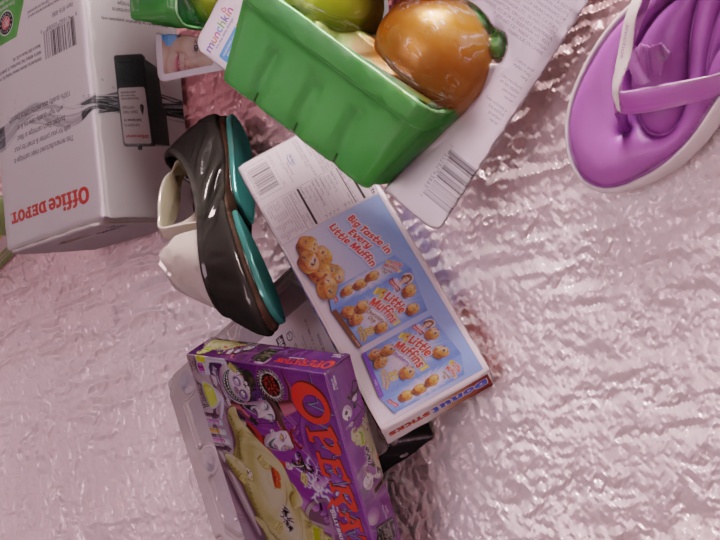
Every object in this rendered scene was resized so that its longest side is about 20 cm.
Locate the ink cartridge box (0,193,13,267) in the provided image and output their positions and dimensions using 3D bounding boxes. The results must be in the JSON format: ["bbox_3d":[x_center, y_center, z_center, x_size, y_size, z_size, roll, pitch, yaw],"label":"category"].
[{"bbox_3d":[-0.400,-0.020,1.172,0.145,0.199,0.048,-35,64,42],"label":"ink cartridge box"}]

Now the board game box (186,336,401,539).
[{"bbox_3d":[-0.031,0.139,0.836,0.119,0.032,0.202,1,115,39],"label":"board game box"}]

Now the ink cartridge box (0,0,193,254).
[{"bbox_3d":[-0.203,-0.121,1.037,0.146,0.083,0.202,-11,82,47],"label":"ink cartridge box"}]

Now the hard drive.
[{"bbox_3d":[-0.048,0.089,0.907,0.200,0.038,0.141,-40,62,42],"label":"hard drive"}]

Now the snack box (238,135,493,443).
[{"bbox_3d":[0.000,0.000,0.830,0.071,0.024,0.201,-28,63,-4],"label":"snack box"}]

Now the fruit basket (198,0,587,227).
[{"bbox_3d":[0.025,-0.156,0.763,0.185,0.094,0.201,37,104,13],"label":"fruit basket"}]

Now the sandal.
[{"bbox_3d":[0.157,-0.115,0.664,0.203,0.050,0.083,-47,58,38],"label":"sandal"}]

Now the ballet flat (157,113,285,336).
[{"bbox_3d":[-0.094,-0.022,0.895,0.068,0.068,0.201,-22,41,6],"label":"ballet flat"}]

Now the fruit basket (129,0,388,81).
[{"bbox_3d":[-0.067,-0.223,0.879,0.199,0.093,0.187,-2,89,45],"label":"fruit basket"}]
